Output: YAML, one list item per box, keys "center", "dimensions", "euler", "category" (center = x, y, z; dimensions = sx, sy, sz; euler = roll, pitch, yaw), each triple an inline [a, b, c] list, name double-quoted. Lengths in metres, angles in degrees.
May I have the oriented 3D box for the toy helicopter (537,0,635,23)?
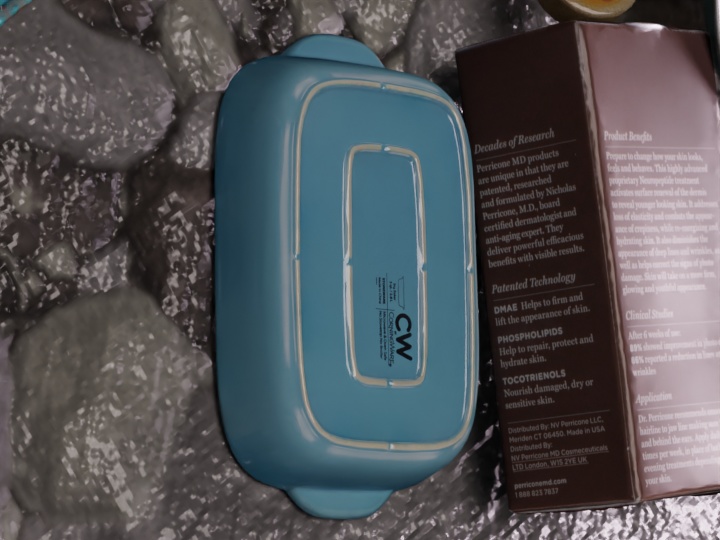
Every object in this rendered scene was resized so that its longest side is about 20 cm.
- center: [0.098, -0.199, 1.217]
  dimensions: [0.132, 0.079, 0.200]
  euler: [17, 66, -17]
  category: "toy helicopter"

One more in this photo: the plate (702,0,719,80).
- center: [0.194, -0.134, 1.284]
  dimensions: [0.200, 0.026, 0.201]
  euler: [-6, 97, -58]
  category: "plate"

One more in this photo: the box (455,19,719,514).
- center: [0.105, -0.001, 1.189]
  dimensions: [0.100, 0.075, 0.201]
  euler: [-1, 85, -49]
  category: "box"

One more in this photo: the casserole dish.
- center: [0.000, 0.000, 1.142]
  dimensions: [0.121, 0.039, 0.201]
  euler: [5, 81, -36]
  category: "casserole dish"

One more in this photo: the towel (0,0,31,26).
- center: [-0.129, -0.197, 1.084]
  dimensions: [0.200, 0.022, 0.147]
  euler: [-46, 111, -32]
  category: "towel"
